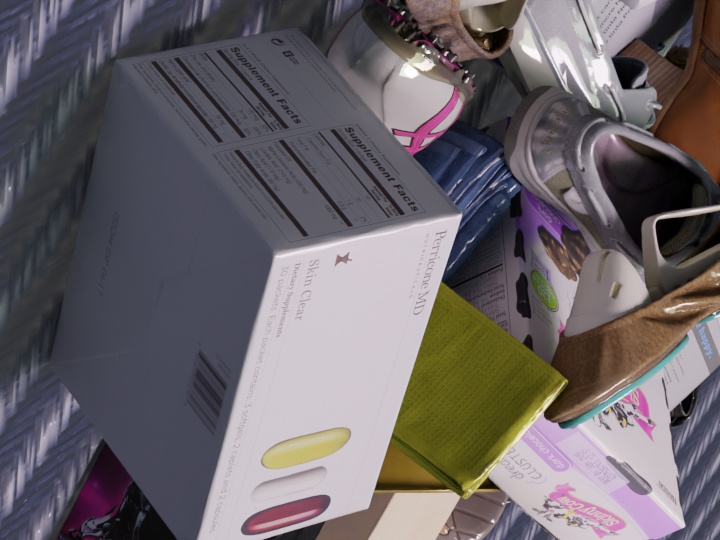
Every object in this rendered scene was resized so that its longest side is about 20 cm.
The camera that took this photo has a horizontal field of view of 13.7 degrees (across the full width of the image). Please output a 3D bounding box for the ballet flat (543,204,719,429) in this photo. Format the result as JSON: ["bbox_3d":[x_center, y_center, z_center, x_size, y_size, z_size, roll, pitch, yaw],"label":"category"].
[{"bbox_3d":[0.162,0.009,1.612,0.200,0.073,0.068,-31,-170,-26],"label":"ballet flat"}]

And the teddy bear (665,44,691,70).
[{"bbox_3d":[0.176,-0.067,1.866,0.200,0.145,0.067,-48,111,-19],"label":"teddy bear"}]

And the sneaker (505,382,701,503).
[{"bbox_3d":[0.169,0.098,2.080,0.200,0.099,0.071,-58,157,14],"label":"sneaker"}]

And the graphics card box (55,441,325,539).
[{"bbox_3d":[-0.108,0.169,1.660,0.051,0.125,0.200,-2,126,-59],"label":"graphics card box"}]

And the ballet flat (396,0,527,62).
[{"bbox_3d":[0.053,-0.154,1.542,0.200,0.067,0.068,58,38,-79],"label":"ballet flat"}]

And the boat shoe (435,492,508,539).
[{"bbox_3d":[0.086,0.104,1.995,0.200,0.074,0.073,-50,-174,-26],"label":"boat shoe"}]

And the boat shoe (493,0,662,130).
[{"bbox_3d":[0.135,-0.095,1.697,0.071,0.070,0.201,-32,125,-2],"label":"boat shoe"}]

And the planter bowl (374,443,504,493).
[{"bbox_3d":[0.006,0.088,1.748,0.200,0.200,0.084,5,85,-61],"label":"planter bowl"}]

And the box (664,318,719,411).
[{"bbox_3d":[0.228,-0.024,2.002,0.200,0.041,0.156,-40,119,-27],"label":"box"}]

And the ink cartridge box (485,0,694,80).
[{"bbox_3d":[0.157,-0.186,1.753,0.200,0.041,0.200,-56,155,7],"label":"ink cartridge box"}]

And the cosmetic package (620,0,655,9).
[{"bbox_3d":[0.155,-0.263,1.500,0.200,0.166,0.168,-27,145,-45],"label":"cosmetic package"}]

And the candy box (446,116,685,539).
[{"bbox_3d":[0.107,0.042,1.718,0.071,0.201,0.168,-26,133,23],"label":"candy box"}]

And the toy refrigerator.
[{"bbox_3d":[0.037,0.094,1.885,0.076,0.070,0.201,5,119,-53],"label":"toy refrigerator"}]

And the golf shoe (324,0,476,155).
[{"bbox_3d":[0.007,-0.081,1.538,0.092,0.073,0.200,-48,175,-7],"label":"golf shoe"}]

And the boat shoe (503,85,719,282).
[{"bbox_3d":[0.160,-0.038,1.659,0.202,0.065,0.075,36,81,-43],"label":"boat shoe"}]

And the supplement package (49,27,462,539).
[{"bbox_3d":[-0.056,0.011,1.480,0.111,0.156,0.201,-14,137,-32],"label":"supplement package"}]

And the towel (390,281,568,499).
[{"bbox_3d":[0.009,0.030,1.589,0.086,0.200,0.018,-49,157,-8],"label":"towel"}]

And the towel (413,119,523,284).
[{"bbox_3d":[0.000,0.000,1.664,0.049,0.112,0.200,41,85,-26],"label":"towel"}]

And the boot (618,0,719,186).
[{"bbox_3d":[0.253,-0.116,1.775,0.200,0.155,0.074,-48,156,-7],"label":"boot"}]
